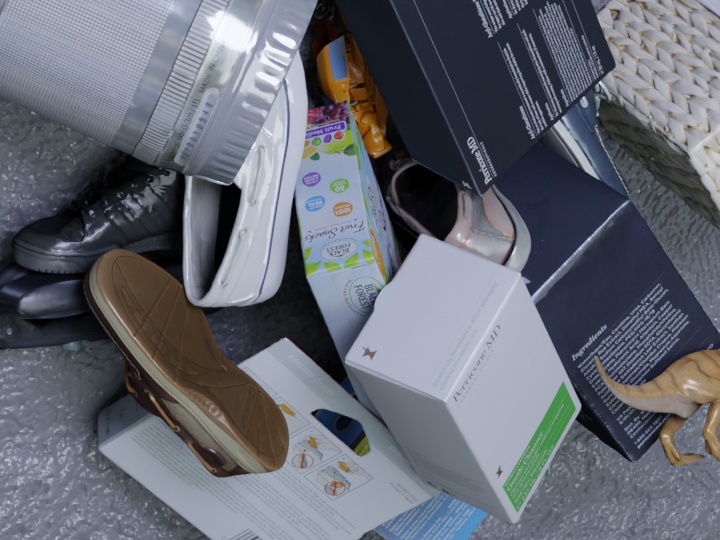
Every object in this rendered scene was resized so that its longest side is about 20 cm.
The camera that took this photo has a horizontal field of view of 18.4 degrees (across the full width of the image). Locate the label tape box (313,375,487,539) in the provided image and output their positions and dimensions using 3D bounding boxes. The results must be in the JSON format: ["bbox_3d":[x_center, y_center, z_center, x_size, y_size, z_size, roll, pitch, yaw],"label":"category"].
[{"bbox_3d":[0.032,0.127,1.723,0.200,0.066,0.143,39,90,-36],"label":"label tape box"}]

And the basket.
[{"bbox_3d":[0.260,-0.128,1.651,0.123,0.200,0.136,-41,131,-3],"label":"basket"}]

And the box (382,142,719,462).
[{"bbox_3d":[0.144,0.008,1.643,0.117,0.197,0.200,-45,131,-6],"label":"box"}]

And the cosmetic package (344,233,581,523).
[{"bbox_3d":[0.073,0.076,1.505,0.108,0.085,0.200,-59,151,-17],"label":"cosmetic package"}]

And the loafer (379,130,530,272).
[{"bbox_3d":[0.054,-0.056,1.549,0.063,0.200,0.072,26,105,-32],"label":"loafer"}]

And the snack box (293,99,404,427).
[{"bbox_3d":[0.000,0.000,1.546,0.053,0.142,0.200,-15,142,5],"label":"snack box"}]

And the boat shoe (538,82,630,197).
[{"bbox_3d":[0.143,-0.128,1.623,0.062,0.075,0.200,-41,101,-14],"label":"boat shoe"}]

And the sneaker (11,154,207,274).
[{"bbox_3d":[-0.143,-0.064,1.501,0.200,0.060,0.104,-10,115,-31],"label":"sneaker"}]

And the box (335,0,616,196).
[{"bbox_3d":[0.072,-0.171,1.460,0.141,0.079,0.200,-45,136,-18],"label":"box"}]

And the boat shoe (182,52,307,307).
[{"bbox_3d":[-0.086,-0.072,1.456,0.066,0.072,0.200,-11,115,-46],"label":"boat shoe"}]

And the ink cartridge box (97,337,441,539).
[{"bbox_3d":[-0.061,0.130,1.603,0.174,0.044,0.200,-32,126,22],"label":"ink cartridge box"}]

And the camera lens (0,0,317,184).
[{"bbox_3d":[-0.141,-0.157,1.341,0.200,0.160,0.160,25,101,-7],"label":"camera lens"}]

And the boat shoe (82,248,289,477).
[{"bbox_3d":[-0.130,0.070,1.488,0.200,0.072,0.072,49,39,-31],"label":"boat shoe"}]

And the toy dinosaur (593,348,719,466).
[{"bbox_3d":[0.232,0.089,1.593,0.200,0.060,0.106,-16,98,-35],"label":"toy dinosaur"}]

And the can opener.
[{"bbox_3d":[-0.174,0.023,1.526,0.200,0.079,0.063,-4,109,-43],"label":"can opener"}]

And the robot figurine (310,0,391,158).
[{"bbox_3d":[0.016,-0.186,1.539,0.145,0.058,0.200,-28,128,-23],"label":"robot figurine"}]
